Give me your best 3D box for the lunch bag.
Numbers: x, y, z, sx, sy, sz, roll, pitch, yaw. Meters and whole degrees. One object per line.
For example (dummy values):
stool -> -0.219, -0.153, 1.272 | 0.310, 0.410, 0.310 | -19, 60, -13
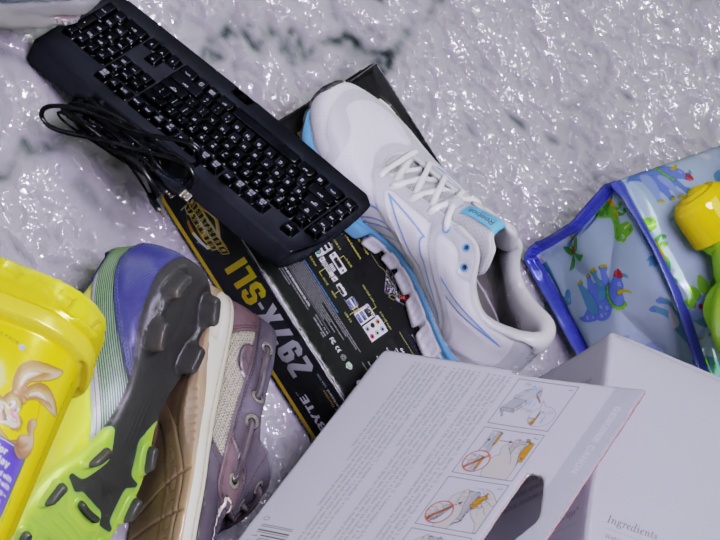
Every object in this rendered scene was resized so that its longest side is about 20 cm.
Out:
lunch bag -> 0.226, 0.034, 1.392 | 0.170, 0.127, 0.201 | -20, 74, -38

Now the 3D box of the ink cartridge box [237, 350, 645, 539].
ink cartridge box -> 0.034, 0.128, 1.135 | 0.200, 0.173, 0.044 | -51, 132, -34

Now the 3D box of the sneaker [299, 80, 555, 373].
sneaker -> 0.046, -0.028, 1.258 | 0.075, 0.087, 0.200 | -37, 92, -37

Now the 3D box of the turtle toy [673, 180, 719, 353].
turtle toy -> 0.260, -0.005, 1.295 | 0.200, 0.101, 0.146 | -41, 99, -35

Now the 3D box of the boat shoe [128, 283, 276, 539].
boat shoe -> -0.078, 0.105, 1.189 | 0.065, 0.072, 0.201 | 19, 58, -25

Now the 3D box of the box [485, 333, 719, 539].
box -> 0.126, 0.161, 1.206 | 0.106, 0.152, 0.201 | 22, 61, -20

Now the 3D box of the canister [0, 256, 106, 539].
canister -> -0.225, 0.089, 1.064 | 0.148, 0.087, 0.201 | 20, 61, 0

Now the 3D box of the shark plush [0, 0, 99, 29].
shark plush -> -0.228, -0.198, 1.195 | 0.200, 0.083, 0.091 | 46, 53, -11

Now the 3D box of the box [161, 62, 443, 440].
box -> 0.000, 0.000, 1.298 | 0.160, 0.049, 0.200 | -35, 93, -41

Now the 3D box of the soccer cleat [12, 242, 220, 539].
soccer cleat -> -0.145, 0.077, 1.164 | 0.065, 0.083, 0.201 | 45, 67, -47

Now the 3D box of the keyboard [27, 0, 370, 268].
keyboard -> -0.092, -0.080, 1.222 | 0.200, 0.040, 0.104 | 38, 52, 14
